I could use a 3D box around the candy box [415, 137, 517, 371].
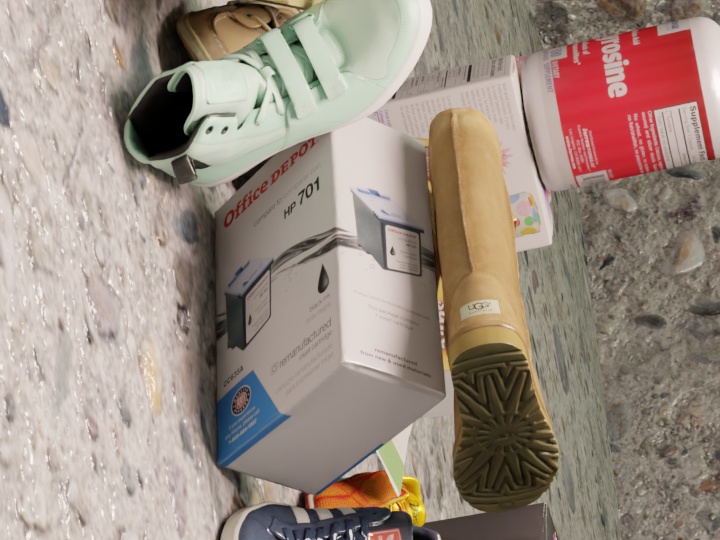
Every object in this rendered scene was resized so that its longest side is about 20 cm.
[{"bbox_3d":[0.053,-0.017,1.432,0.200,0.056,0.118,-127,-137,-65],"label":"candy box"}]

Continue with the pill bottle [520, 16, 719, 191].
[{"bbox_3d":[0.233,-0.135,1.540,0.112,0.198,0.113,-11,90,-79],"label":"pill bottle"}]

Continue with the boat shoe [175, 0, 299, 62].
[{"bbox_3d":[-0.077,-0.160,1.372,0.073,0.065,0.200,61,11,-3],"label":"boat shoe"}]

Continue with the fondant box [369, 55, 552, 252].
[{"bbox_3d":[0.043,-0.076,1.564,0.058,0.198,0.145,-74,150,-66],"label":"fondant box"}]

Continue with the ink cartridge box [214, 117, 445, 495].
[{"bbox_3d":[-0.024,0.019,1.258,0.085,0.146,0.201,19,49,-31],"label":"ink cartridge box"}]

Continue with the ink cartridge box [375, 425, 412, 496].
[{"bbox_3d":[-0.008,0.076,1.491,0.146,0.048,0.200,63,17,-16],"label":"ink cartridge box"}]

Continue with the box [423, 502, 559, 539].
[{"bbox_3d":[0.107,0.312,1.610,0.125,0.147,0.201,-84,159,-52],"label":"box"}]

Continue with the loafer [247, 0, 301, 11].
[{"bbox_3d":[-0.038,-0.216,1.579,0.200,0.069,0.076,53,24,-33],"label":"loafer"}]

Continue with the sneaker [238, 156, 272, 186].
[{"bbox_3d":[-0.051,-0.062,1.432,0.200,0.075,0.092,43,46,-64],"label":"sneaker"}]

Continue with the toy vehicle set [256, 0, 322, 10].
[{"bbox_3d":[-0.081,-0.192,1.275,0.200,0.123,0.027,-25,126,-78],"label":"toy vehicle set"}]

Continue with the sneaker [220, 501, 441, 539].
[{"bbox_3d":[-0.013,0.181,1.258,0.200,0.084,0.076,7,74,-61],"label":"sneaker"}]

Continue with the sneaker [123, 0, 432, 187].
[{"bbox_3d":[-0.051,-0.114,1.182,0.074,0.200,0.118,59,15,10],"label":"sneaker"}]

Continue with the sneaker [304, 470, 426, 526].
[{"bbox_3d":[0.005,0.181,1.440,0.200,0.076,0.074,-39,118,-75],"label":"sneaker"}]

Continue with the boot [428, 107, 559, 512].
[{"bbox_3d":[0.081,0.025,1.243,0.201,0.065,0.176,-95,179,-45],"label":"boot"}]

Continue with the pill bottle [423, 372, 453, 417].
[{"bbox_3d":[0.061,0.022,1.765,0.117,0.115,0.201,62,19,-53],"label":"pill bottle"}]

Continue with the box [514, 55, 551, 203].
[{"bbox_3d":[0.055,-0.100,1.645,0.095,0.198,0.103,-77,151,-60],"label":"box"}]
